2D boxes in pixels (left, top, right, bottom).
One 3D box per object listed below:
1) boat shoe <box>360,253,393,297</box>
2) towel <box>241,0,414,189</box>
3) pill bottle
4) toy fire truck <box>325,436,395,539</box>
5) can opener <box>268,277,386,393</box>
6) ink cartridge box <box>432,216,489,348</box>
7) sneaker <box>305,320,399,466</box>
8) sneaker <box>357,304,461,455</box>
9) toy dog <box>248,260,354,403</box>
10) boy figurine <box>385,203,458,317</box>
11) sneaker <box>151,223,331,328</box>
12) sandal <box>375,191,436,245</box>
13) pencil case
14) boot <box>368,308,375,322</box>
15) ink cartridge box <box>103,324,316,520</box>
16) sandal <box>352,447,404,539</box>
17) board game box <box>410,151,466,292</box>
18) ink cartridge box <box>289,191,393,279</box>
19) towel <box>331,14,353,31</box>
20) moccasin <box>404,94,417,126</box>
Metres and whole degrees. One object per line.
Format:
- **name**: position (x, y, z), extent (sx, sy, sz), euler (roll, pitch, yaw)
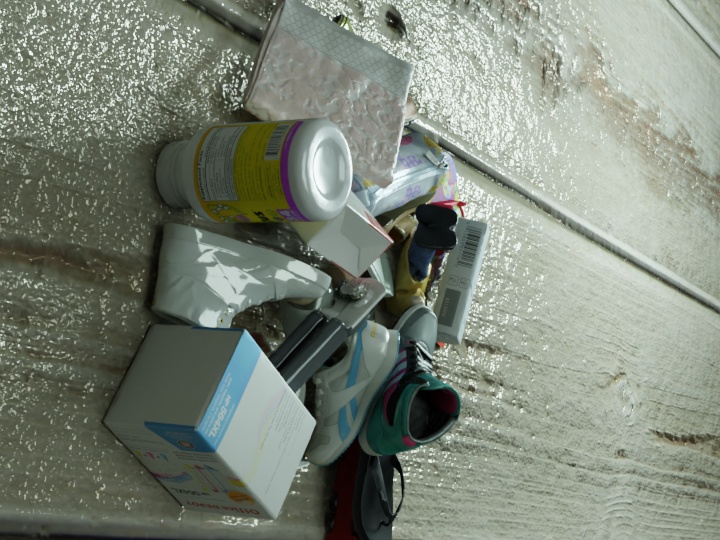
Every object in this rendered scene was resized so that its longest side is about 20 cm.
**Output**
- **boat shoe**: position (0.000, 0.000, 1.665), extent (0.200, 0.060, 0.076), euler (60, 22, -70)
- **towel**: position (-0.032, -0.213, 1.579), extent (0.199, 0.032, 0.192), euler (28, 51, -19)
- **pill bottle**: position (-0.114, -0.102, 1.403), extent (0.104, 0.198, 0.106), euler (-2, 92, -58)
- **toy fire truck**: position (0.013, 0.322, 1.757), extent (0.141, 0.048, 0.202), euler (33, 62, -54)
- **can opener**: position (-0.039, 0.077, 1.519), extent (0.200, 0.052, 0.067), euler (-44, 137, -35)
- **ink cartridge box**: position (0.144, 0.026, 1.886), extent (0.200, 0.047, 0.162), euler (51, 54, -76)
- **sneaker**: position (-0.027, 0.146, 1.636), extent (0.077, 0.080, 0.201), euler (-103, -144, -67)
- **sneaker**: position (0.076, 0.133, 1.641), extent (0.083, 0.120, 0.202), euler (34, 66, -34)
- **toy dog**: position (-0.088, 0.071, 1.579), extent (0.201, 0.096, 0.132), euler (-61, 143, -16)
- **boy figurine**: position (0.076, 0.008, 1.764), extent (0.201, 0.064, 0.125), euler (104, -7, -49)
- **sneaker**: position (-0.132, 0.031, 1.457), extent (0.198, 0.074, 0.117), euler (16, 79, -24)
- **sandal**: position (0.032, -0.063, 1.781), extent (0.212, 0.077, 0.070), euler (-39, 148, -57)
- **pencil case**: position (0.029, -0.113, 1.703), extent (0.199, 0.090, 0.084), euler (-27, 125, -49)
- **boot**: position (0.022, 0.094, 1.743), extent (0.200, 0.067, 0.132), euler (-45, 133, -47)
- **ink cartridge box**: position (-0.148, 0.167, 1.418), extent (0.201, 0.127, 0.126), euler (57, 45, -41)
- **sandal**: position (0.028, 0.254, 1.690), extent (0.076, 0.042, 0.203), euler (1, 91, -56)
- **board game box**: position (0.123, -0.063, 1.908), extent (0.159, 0.039, 0.201), euler (73, 33, -49)
- **ink cartridge box**: position (-0.061, -0.092, 1.558), extent (0.067, 0.200, 0.116), euler (-44, 144, 8)
- **towel**: position (-0.017, -0.213, 1.731), extent (0.201, 0.023, 0.144), euler (62, 40, -39)
- **moccasin**: position (0.007, -0.201, 1.684), extent (0.201, 0.073, 0.079), euler (-30, 102, -51)
